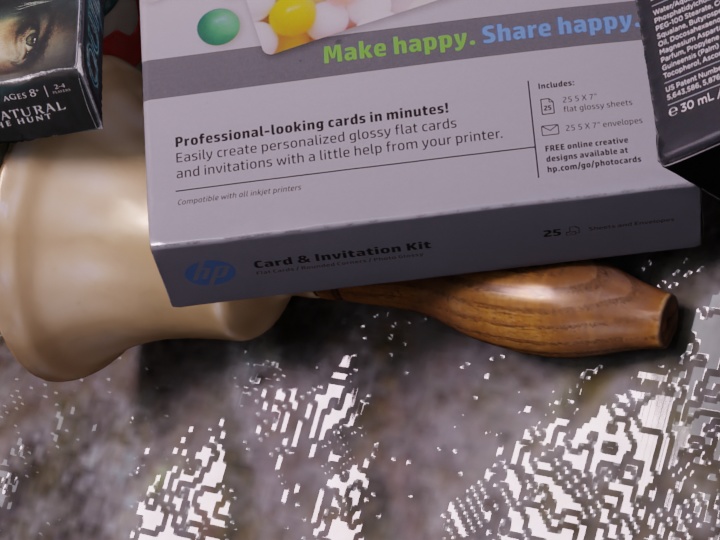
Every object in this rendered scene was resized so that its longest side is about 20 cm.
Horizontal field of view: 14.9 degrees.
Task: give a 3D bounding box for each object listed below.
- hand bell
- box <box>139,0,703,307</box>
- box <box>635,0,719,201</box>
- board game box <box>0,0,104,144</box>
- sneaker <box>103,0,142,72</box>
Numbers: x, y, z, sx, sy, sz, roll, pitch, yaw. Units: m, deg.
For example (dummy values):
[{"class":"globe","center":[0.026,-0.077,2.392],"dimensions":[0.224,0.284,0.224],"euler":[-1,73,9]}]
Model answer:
[{"class":"hand bell","center":[0.000,0.000,0.824],"dimensions":[0.199,0.104,0.105],"euler":[10,79,25]},{"class":"box","center":[0.013,-0.094,0.812],"dimensions":[0.155,0.041,0.201],"euler":[-6,61,4]},{"class":"box","center":[0.171,-0.112,0.728],"dimensions":[0.199,0.079,0.142],"euler":[-21,65,29]},{"class":"board game box","center":[-0.146,-0.112,0.870],"dimensions":[0.135,0.028,0.200],"euler":[-9,47,6]},{"class":"sneaker","center":[-0.166,-0.076,0.927],"dimensions":[0.199,0.094,0.071],"euler":[-1,47,13]}]
